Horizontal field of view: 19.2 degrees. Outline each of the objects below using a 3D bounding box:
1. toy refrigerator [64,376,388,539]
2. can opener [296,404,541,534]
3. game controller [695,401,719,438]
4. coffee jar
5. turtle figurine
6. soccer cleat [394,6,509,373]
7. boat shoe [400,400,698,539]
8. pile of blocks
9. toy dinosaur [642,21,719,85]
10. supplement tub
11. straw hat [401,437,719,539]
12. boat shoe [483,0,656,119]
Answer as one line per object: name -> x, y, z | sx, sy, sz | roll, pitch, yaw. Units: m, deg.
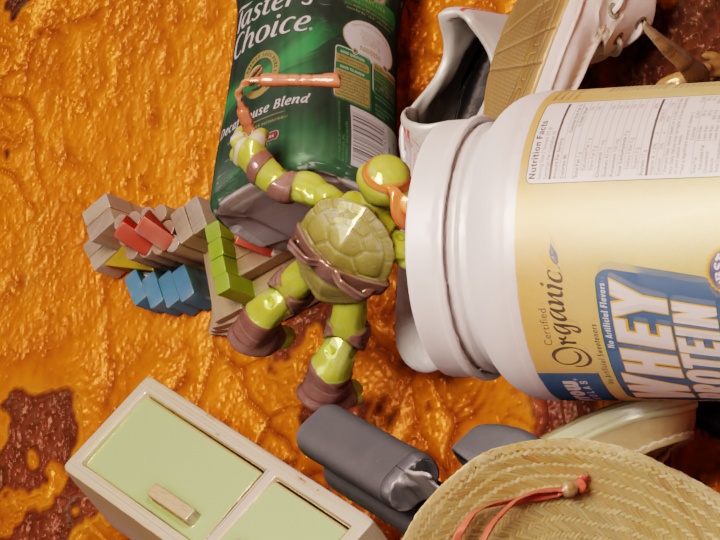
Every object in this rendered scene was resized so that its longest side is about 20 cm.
toy refrigerator -> -0.072, 0.138, 1.189 | 0.200, 0.070, 0.076 | 29, 69, 41
can opener -> 0.040, 0.100, 1.058 | 0.067, 0.053, 0.200 | -44, 26, -12
game controller -> 0.174, 0.022, 1.066 | 0.200, 0.042, 0.104 | 27, 80, 41
coffee jar -> -0.026, -0.117, 1.217 | 0.104, 0.085, 0.201 | -24, 51, 41
turtle figurine -> 0.000, 0.000, 1.110 | 0.200, 0.064, 0.162 | 29, 125, 3
soccer cleat -> 0.047, -0.046, 1.154 | 0.068, 0.085, 0.201 | 14, 85, 41
boat shoe -> 0.099, 0.120, 1.062 | 0.201, 0.073, 0.063 | -38, 70, 37
pile of blocks -> -0.106, -0.006, 1.284 | 0.200, 0.062, 0.082 | -1, 76, 40
toy dinosaur -> 0.155, -0.075, 1.054 | 0.061, 0.106, 0.200 | 62, 157, 9
supplement tub -> 0.134, -0.012, 0.973 | 0.199, 0.145, 0.145 | -2, 75, 24
straw hat -> 0.100, 0.178, 0.943 | 0.085, 0.200, 0.202 | 115, 147, -58
boat shoe -> 0.125, -0.142, 1.119 | 0.071, 0.069, 0.201 | -7, 59, 65
